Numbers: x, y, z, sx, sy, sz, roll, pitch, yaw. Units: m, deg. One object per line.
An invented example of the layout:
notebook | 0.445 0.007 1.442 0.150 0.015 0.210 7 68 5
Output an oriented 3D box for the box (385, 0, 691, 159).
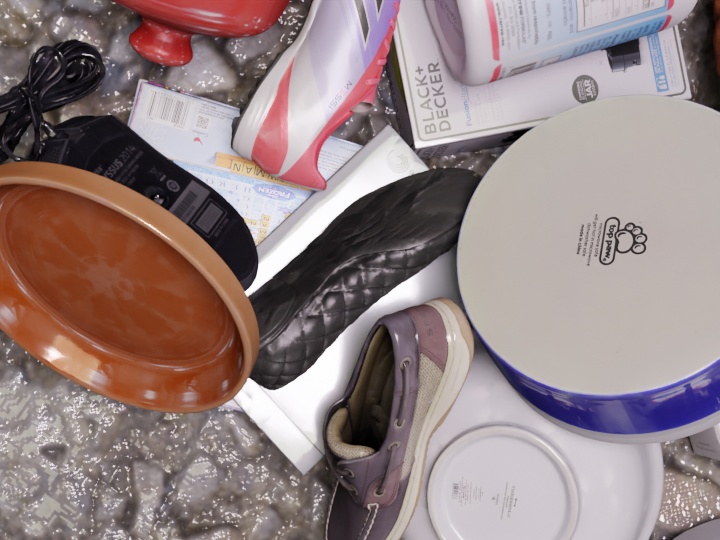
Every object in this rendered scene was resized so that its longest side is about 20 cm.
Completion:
box | 0.119 -0.152 0.840 0.198 0.060 0.118 -10 89 -5

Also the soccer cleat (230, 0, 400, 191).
soccer cleat | -0.007 -0.148 0.781 0.073 0.068 0.201 32 90 3

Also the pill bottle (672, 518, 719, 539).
pill bottle | 0.281 0.275 0.815 0.112 0.113 0.201 -18 91 -5

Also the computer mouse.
computer mouse | -0.153 -0.047 0.759 0.200 0.139 0.053 42 129 -5

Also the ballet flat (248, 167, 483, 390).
ballet flat | 0.000 0.000 0.771 0.199 0.057 0.066 -36 49 -7

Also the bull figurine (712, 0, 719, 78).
bull figurine | 0.275 -0.149 0.793 0.065 0.122 0.201 3 49 -4

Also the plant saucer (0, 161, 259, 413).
plant saucer | -0.151 0.011 0.716 0.199 0.201 0.032 28 51 -3

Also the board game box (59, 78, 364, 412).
board game box | -0.083 -0.007 0.827 0.199 0.041 0.201 17 87 -5

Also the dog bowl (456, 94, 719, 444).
dog bowl | 0.161 -0.003 0.718 0.199 0.079 0.201 -11 61 20

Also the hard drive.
hard drive | -0.010 0.019 0.800 0.200 0.027 0.132 -43 94 -6

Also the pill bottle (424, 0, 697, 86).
pill bottle | 0.144 -0.195 0.759 0.199 0.109 0.110 -17 90 -6

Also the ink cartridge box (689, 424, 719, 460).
ink cartridge box | 0.268 0.020 0.844 0.116 0.067 0.201 -17 90 -5

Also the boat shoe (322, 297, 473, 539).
boat shoe | 0.007 0.105 0.750 0.064 0.072 0.201 2 124 -32

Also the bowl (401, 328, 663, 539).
bowl | 0.098 0.139 0.785 0.199 0.090 0.203 1 95 13

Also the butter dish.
butter dish | -0.114 -0.206 0.778 0.198 0.200 0.149 17 110 -3
